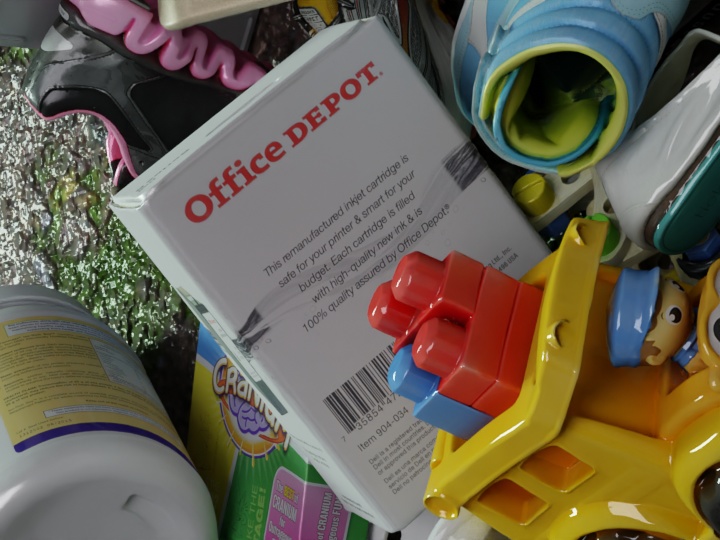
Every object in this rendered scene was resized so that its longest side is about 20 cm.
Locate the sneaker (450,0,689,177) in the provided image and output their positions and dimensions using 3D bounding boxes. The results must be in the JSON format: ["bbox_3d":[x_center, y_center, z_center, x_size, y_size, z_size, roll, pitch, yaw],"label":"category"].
[{"bbox_3d":[0.076,-0.086,1.000,0.080,0.131,0.200,32,151,-7],"label":"sneaker"}]

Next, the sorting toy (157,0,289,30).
[{"bbox_3d":[-0.022,-0.223,1.053,0.200,0.036,0.185,-12,81,27],"label":"sorting toy"}]

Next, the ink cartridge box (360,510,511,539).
[{"bbox_3d":[0.093,0.170,1.090,0.200,0.067,0.117,22,106,34],"label":"ink cartridge box"}]

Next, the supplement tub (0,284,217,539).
[{"bbox_3d":[-0.172,0.108,1.206,0.145,0.145,0.200,-64,31,19],"label":"supplement tub"}]

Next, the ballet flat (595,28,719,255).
[{"bbox_3d":[0.174,-0.096,0.947,0.200,0.069,0.069,-48,63,14],"label":"ballet flat"}]

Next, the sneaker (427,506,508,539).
[{"bbox_3d":[0.067,0.197,1.026,0.081,0.075,0.200,7,113,27],"label":"sneaker"}]

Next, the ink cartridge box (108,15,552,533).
[{"bbox_3d":[0.000,0.000,1.047,0.200,0.145,0.084,53,168,-13],"label":"ink cartridge box"}]

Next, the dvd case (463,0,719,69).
[{"bbox_3d":[0.103,-0.188,1.105,0.150,0.025,0.200,-42,66,30],"label":"dvd case"}]

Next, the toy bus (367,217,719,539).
[{"bbox_3d":[0.105,0.041,0.932,0.200,0.192,0.136,-45,22,52],"label":"toy bus"}]

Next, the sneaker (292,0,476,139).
[{"bbox_3d":[0.002,-0.122,1.133,0.078,0.082,0.200,-6,97,52],"label":"sneaker"}]

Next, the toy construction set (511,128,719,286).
[{"bbox_3d":[0.169,-0.052,1.025,0.200,0.092,0.131,-41,43,22],"label":"toy construction set"}]

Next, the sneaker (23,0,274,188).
[{"bbox_3d":[-0.090,-0.078,1.151,0.095,0.200,0.079,-58,29,6],"label":"sneaker"}]

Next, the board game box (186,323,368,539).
[{"bbox_3d":[-0.042,0.077,1.164,0.153,0.040,0.200,8,92,62],"label":"board game box"}]

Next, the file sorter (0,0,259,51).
[{"bbox_3d":[-0.153,-0.199,1.187,0.124,0.200,0.139,27,106,35],"label":"file sorter"}]
